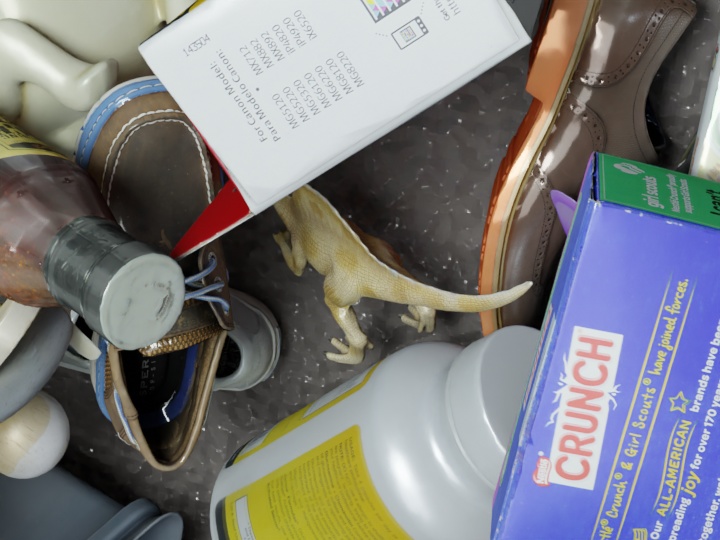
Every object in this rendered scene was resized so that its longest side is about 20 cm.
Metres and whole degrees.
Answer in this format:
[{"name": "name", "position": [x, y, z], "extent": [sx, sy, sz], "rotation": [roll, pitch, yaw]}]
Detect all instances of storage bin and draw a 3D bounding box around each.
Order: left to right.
[{"name": "storage bin", "position": [-0.188, 0.179, 1.022], "extent": [0.134, 0.145, 0.200], "rotation": [34, 139, 19]}]

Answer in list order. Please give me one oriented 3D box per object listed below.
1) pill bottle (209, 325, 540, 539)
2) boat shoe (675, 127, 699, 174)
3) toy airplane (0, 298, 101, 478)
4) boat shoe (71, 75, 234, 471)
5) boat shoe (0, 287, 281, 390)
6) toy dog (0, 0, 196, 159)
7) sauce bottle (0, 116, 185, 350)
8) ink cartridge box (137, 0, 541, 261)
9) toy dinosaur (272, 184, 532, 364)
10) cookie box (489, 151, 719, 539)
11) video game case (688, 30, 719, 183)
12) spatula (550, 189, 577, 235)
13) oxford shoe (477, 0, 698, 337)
[{"name": "pill bottle", "position": [0.022, 0.103, 0.904], "extent": [0.112, 0.112, 0.200], "rotation": [50, 133, -8]}, {"name": "boat shoe", "position": [0.178, -0.049, 0.828], "extent": [0.070, 0.066, 0.200], "rotation": [35, 120, 1]}, {"name": "toy airplane", "position": [-0.204, 0.075, 0.864], "extent": [0.141, 0.200, 0.200], "rotation": [19, 95, -27]}, {"name": "boat shoe", "position": [-0.088, 0.006, 0.845], "extent": [0.072, 0.072, 0.201], "rotation": [-14, 131, -18]}, {"name": "boat shoe", "position": [-0.143, 0.024, 0.960], "extent": [0.199, 0.069, 0.072], "rotation": [20, 97, 9]}, {"name": "toy dog", "position": [-0.157, -0.110, 0.878], "extent": [0.193, 0.139, 0.201], "rotation": [-3, 115, 40]}, {"name": "sauce bottle", "position": [-0.144, -0.023, 0.763], "extent": [0.200, 0.066, 0.066], "rotation": [31, 126, 41]}, {"name": "ink cartridge box", "position": [-0.015, -0.104, 0.776], "extent": [0.175, 0.200, 0.084], "rotation": [-31, 101, 16]}, {"name": "toy dinosaur", "position": [0.000, 0.000, 0.882], "extent": [0.200, 0.058, 0.101], "rotation": [36, 158, 36]}, {"name": "cookie box", "position": [0.168, 0.061, 0.754], "extent": [0.199, 0.075, 0.172], "rotation": [15, 109, 1]}, {"name": "video game case", "position": [0.241, -0.035, 0.776], "extent": [0.199, 0.023, 0.183], "rotation": [12, 102, 5]}, {"name": "spatula", "position": [0.112, 0.031, 0.868], "extent": [0.057, 0.021, 0.200], "rotation": [43, 156, 31]}, {"name": "oxford shoe", "position": [0.102, -0.046, 0.856], "extent": [0.073, 0.071, 0.201], "rotation": [15, 121, 1]}]
